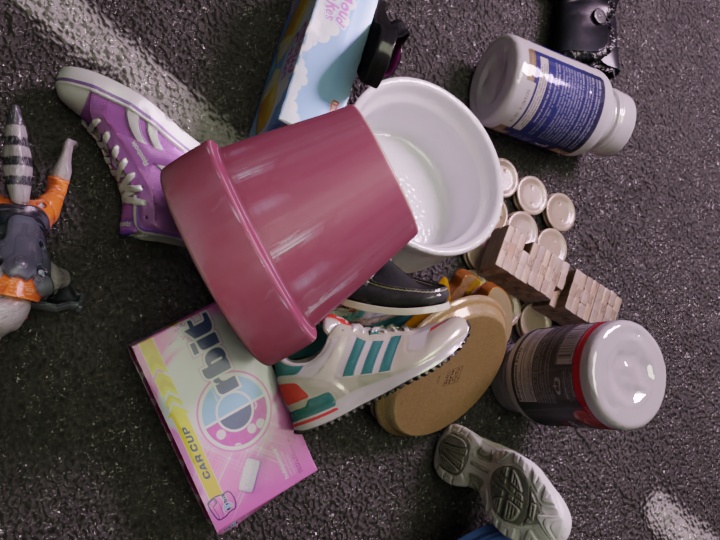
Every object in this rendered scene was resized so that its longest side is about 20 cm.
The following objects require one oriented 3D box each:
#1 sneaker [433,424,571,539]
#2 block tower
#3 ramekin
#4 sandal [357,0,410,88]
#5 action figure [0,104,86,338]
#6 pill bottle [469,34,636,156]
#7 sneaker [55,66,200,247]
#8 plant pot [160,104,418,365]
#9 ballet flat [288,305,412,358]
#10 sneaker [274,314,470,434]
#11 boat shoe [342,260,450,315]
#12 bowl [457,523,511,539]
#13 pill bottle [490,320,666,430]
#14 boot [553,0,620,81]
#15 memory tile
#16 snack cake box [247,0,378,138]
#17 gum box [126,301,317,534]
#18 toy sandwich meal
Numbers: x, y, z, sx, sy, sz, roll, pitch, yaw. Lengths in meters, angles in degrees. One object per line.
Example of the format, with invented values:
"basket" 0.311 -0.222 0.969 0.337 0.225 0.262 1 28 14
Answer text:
"sneaker" 0.168 0.228 0.855 0.098 0.199 0.080 20 96 -31
"block tower" 0.233 0.019 0.972 0.197 0.054 0.059 32 71 -20
"ramekin" 0.051 -0.097 0.873 0.196 0.097 0.206 11 66 -25
"sandal" 0.026 -0.232 0.842 0.047 0.202 0.077 18 117 -11
"action figure" -0.327 -0.036 0.686 0.196 0.104 0.198 5 64 -36
"pill bottle" 0.243 -0.210 0.996 0.195 0.110 0.114 13 77 -24
"sneaker" -0.224 -0.100 0.769 0.199 0.072 0.116 36 72 -18
"plant pot" -0.052 -0.045 0.708 0.176 0.200 0.203 -28 96 -1
"ballet flat" -0.015 0.046 0.865 0.196 0.076 0.065 -10 55 -32
"sneaker" 0.008 0.074 0.758 0.196 0.070 0.095 -27 84 -2
"boat shoe" 0.000 0.000 0.799 0.071 0.196 0.070 -14 116 -58
"bowl" 0.141 0.363 0.860 0.196 0.039 0.206 -9 113 -21
"pill bottle" 0.233 0.118 0.894 0.108 0.199 0.114 4 81 -24
"boot" 0.274 -0.355 1.050 0.196 0.076 0.173 19 71 -29
"memory tile" 0.194 -0.025 0.998 0.151 0.017 0.205 24 74 -22
"snack cake box" -0.050 -0.220 0.847 0.066 0.114 0.205 22 73 -21
"gum box" -0.133 0.139 0.777 0.112 0.066 0.204 -26 95 -21
"toy sandwich meal" 0.085 0.090 0.877 0.202 0.070 0.209 -24 135 -25
